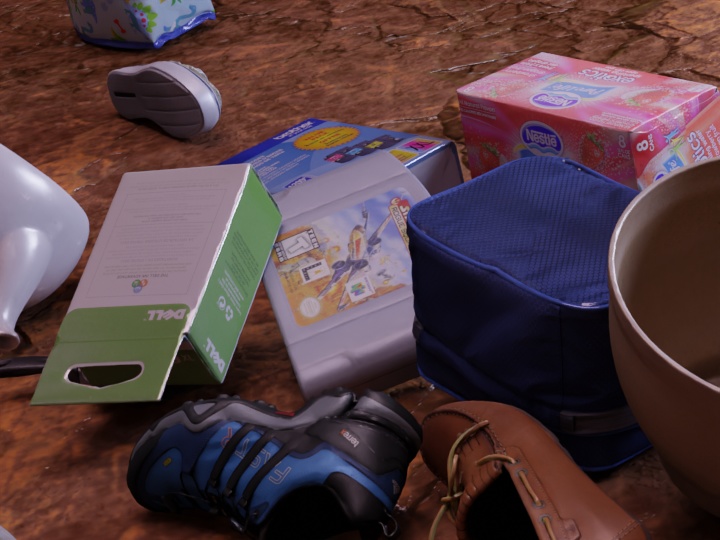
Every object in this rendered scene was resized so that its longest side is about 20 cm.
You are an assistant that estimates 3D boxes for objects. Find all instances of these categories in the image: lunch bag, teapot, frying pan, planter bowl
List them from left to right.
[{"bbox_3d":[-0.318,-0.024,1.536,0.146,0.197,0.200,-58,2,-11],"label":"teapot"},{"bbox_3d":[-0.171,0.071,1.386,0.189,0.031,0.115,-19,23,-7],"label":"frying pan"},{"bbox_3d":[-0.273,-0.344,2.230,0.199,0.171,0.127,7,29,42],"label":"lunch bag"},{"bbox_3d":[0.117,0.027,1.214,0.136,0.133,0.200,-23,34,-30],"label":"lunch bag"},{"bbox_3d":[0.224,0.052,1.062,0.199,0.135,0.201,1,42,-1],"label":"planter bowl"}]

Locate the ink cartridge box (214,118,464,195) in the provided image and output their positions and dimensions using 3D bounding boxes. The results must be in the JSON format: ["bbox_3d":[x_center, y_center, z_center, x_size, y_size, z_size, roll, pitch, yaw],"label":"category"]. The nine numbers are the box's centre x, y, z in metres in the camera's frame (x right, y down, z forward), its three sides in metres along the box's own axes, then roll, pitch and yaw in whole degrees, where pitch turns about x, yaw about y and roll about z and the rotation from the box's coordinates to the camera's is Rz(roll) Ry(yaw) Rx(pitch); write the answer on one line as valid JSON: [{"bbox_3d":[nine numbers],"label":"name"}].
[{"bbox_3d":[-0.035,-0.057,1.564,0.200,0.077,0.136,10,31,45],"label":"ink cartridge box"}]

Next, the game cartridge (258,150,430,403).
[{"bbox_3d":[0.000,0.000,1.365,0.133,0.042,0.200,-25,43,2],"label":"game cartridge"}]

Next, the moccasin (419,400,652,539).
[{"bbox_3d":[0.079,0.129,1.084,0.077,0.074,0.201,-12,30,-21],"label":"moccasin"}]

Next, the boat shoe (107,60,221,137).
[{"bbox_3d":[-0.178,-0.175,1.915,0.062,0.072,0.200,-26,23,-24],"label":"boat shoe"}]

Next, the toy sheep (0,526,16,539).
[{"bbox_3d":[-0.229,0.175,1.039,0.137,0.138,0.200,-19,32,-18],"label":"toy sheep"}]

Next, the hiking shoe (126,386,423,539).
[{"bbox_3d":[-0.062,0.122,1.157,0.199,0.074,0.087,-13,45,33],"label":"hiking shoe"}]

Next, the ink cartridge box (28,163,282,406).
[{"bbox_3d":[-0.134,0.023,1.337,0.103,0.059,0.201,-2,50,26],"label":"ink cartridge box"}]

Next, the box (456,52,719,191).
[{"bbox_3d":[0.174,-0.092,1.506,0.094,0.103,0.200,-25,27,-29],"label":"box"}]
